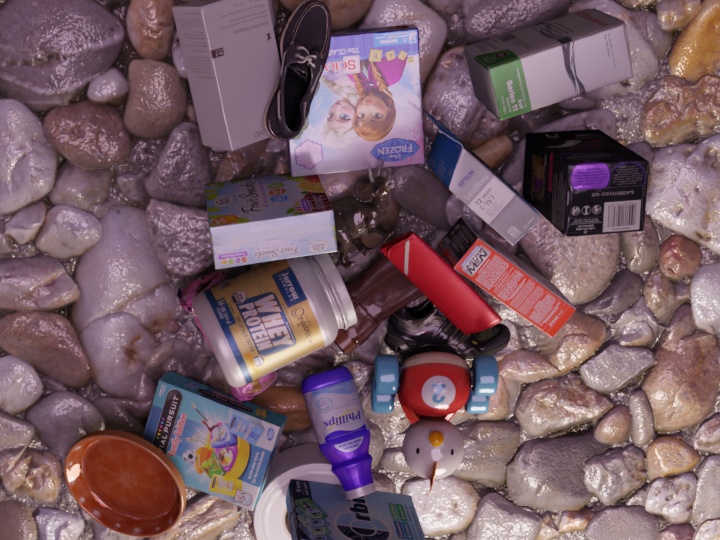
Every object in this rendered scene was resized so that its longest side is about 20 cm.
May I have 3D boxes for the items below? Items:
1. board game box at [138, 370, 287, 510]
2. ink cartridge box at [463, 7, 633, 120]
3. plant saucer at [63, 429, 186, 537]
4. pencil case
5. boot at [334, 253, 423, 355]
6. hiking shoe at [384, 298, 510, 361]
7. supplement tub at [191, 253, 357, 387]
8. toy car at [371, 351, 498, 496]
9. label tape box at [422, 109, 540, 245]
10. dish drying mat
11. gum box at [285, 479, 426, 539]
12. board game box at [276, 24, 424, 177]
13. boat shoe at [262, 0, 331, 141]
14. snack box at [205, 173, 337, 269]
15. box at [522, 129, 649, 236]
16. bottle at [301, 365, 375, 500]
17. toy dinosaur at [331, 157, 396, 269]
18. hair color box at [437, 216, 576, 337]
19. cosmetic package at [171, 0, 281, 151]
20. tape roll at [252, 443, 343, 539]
[{"bbox_3d":[-0.231,0.262,1.717,0.200,0.047,0.151,20,107,5],"label":"board game box"},{"bbox_3d":[0.264,-0.294,1.572,0.200,0.147,0.083,-18,113,-1],"label":"ink cartridge box"},{"bbox_3d":[-0.363,0.328,1.729,0.200,0.032,0.200,8,120,13],"label":"plant saucer"},{"bbox_3d":[-0.197,0.099,1.676,0.087,0.083,0.200,-31,114,-8],"label":"pencil case"},{"bbox_3d":[0.000,0.000,1.686,0.200,0.064,0.186,-39,90,-7],"label":"boot"},{"bbox_3d":[0.139,0.082,1.729,0.200,0.076,0.101,1,113,-9],"label":"hiking shoe"},{"bbox_3d":[-0.120,0.061,1.564,0.200,0.145,0.145,-26,112,-9],"label":"supplement tub"},{"bbox_3d":[0.112,0.240,1.693,0.184,0.200,0.177,1,155,-3],"label":"toy car"},{"bbox_3d":[0.154,-0.137,1.613,0.200,0.143,0.066,37,100,-20],"label":"label tape box"},{"bbox_3d":[0.118,0.022,1.645,0.200,0.018,0.077,45,135,-20],"label":"dish drying mat"},{"bbox_3d":[-0.007,0.391,1.694,0.200,0.170,0.045,11,108,-13],"label":"gum box"},{"bbox_3d":[-0.012,-0.243,1.603,0.200,0.041,0.200,-7,111,-6],"label":"board game box"},{"bbox_3d":[-0.075,-0.271,1.506,0.073,0.063,0.200,18,89,-27],"label":"boat shoe"},{"bbox_3d":[-0.129,-0.075,1.561,0.169,0.200,0.068,-8,111,-6],"label":"snack box"},{"bbox_3d":[0.321,-0.130,1.612,0.122,0.200,0.106,-3,111,-8],"label":"box"},{"bbox_3d":[-0.028,0.252,1.727,0.083,0.065,0.200,-15,82,-13],"label":"bottle"},{"bbox_3d":[-0.012,-0.069,1.644,0.200,0.077,0.102,-36,88,19],"label":"toy dinosaur"},{"bbox_3d":[0.222,0.010,1.697,0.200,0.111,0.064,36,101,-18],"label":"hair color box"},{"bbox_3d":[-0.173,-0.275,1.524,0.113,0.081,0.200,-27,116,-33],"label":"cosmetic package"},{"bbox_3d":[-0.076,0.383,1.809,0.202,0.071,0.203,-3,110,-8],"label":"tape roll"}]
